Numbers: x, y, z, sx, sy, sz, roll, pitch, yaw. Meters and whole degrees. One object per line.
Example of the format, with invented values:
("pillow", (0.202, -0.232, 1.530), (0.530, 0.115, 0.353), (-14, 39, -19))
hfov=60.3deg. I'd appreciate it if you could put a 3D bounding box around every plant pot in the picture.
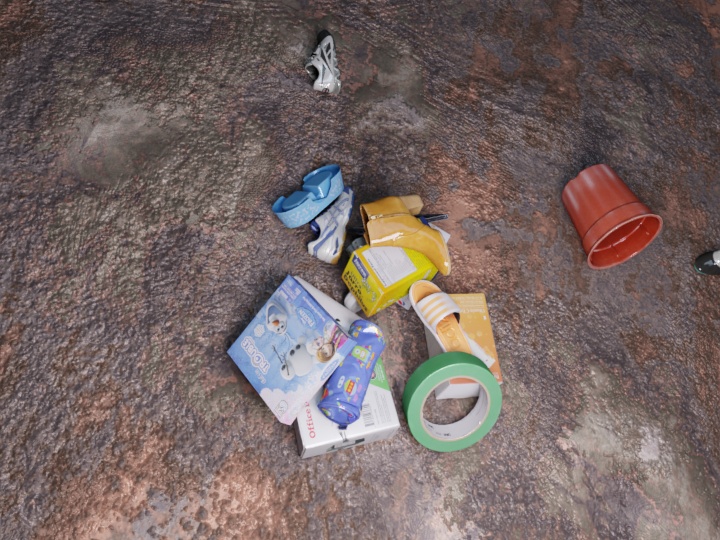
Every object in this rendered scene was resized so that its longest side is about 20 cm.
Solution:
("plant pot", (0.616, -0.145, 1.560), (0.195, 0.203, 0.199), (-9, 56, -18))

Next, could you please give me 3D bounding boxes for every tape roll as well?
("tape roll", (0.181, 0.262, 1.230), (0.194, 0.206, 0.048), (1, 22, -13))

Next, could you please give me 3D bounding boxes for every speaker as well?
("speaker", (-0.078, 0.096, 1.315), (0.197, 0.082, 0.082), (32, 59, 5))

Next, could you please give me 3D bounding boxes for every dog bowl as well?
("dog bowl", (-0.116, -0.171, 1.438), (0.200, 0.110, 0.050), (-44, 123, -29))

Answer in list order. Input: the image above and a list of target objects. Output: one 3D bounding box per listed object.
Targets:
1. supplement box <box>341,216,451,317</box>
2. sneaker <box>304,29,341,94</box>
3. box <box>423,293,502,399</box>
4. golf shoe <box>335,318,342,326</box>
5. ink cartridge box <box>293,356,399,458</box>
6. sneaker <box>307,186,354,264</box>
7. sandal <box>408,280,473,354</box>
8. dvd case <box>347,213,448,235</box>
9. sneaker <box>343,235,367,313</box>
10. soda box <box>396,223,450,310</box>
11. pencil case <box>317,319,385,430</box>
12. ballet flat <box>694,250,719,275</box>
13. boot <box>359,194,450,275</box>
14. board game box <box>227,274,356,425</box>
("supplement box", (0.075, -0.009, 1.312), (0.197, 0.110, 0.110), (-27, 71, -29))
("sneaker", (-0.109, -0.567, 1.664), (0.086, 0.075, 0.205), (-2, 63, -17))
("box", (0.216, 0.162, 1.342), (0.120, 0.098, 0.205), (-1, 63, -14))
("golf shoe", (-0.122, 0.122, 1.259), (0.194, 0.100, 0.078), (8, 17, 10))
("ink cartridge box", (-0.039, 0.270, 1.229), (0.194, 0.085, 0.150), (-8, 63, -17))
("sneaker", (-0.069, -0.117, 1.434), (0.086, 0.076, 0.205), (15, 59, -4))
("sandal", (0.179, 0.103, 1.261), (0.078, 0.059, 0.210), (-28, 80, -26))
("dvd case", (0.085, -0.106, 1.429), (0.195, 0.148, 0.017), (-13, 99, -22))
("sneaker", (0.000, 0.000, 1.398), (0.114, 0.075, 0.200), (34, 57, 16))
("soda box", (0.134, -0.014, 1.435), (0.067, 0.064, 0.202), (30, 59, 4))
("pencil case", (-0.012, 0.195, 1.181), (0.085, 0.079, 0.203), (19, 57, 6))
("ballet flat", (0.988, -0.031, 1.651), (0.194, 0.069, 0.070), (-3, 63, -15))
("boot", (0.085, -0.061, 1.246), (0.140, 0.071, 0.205), (-16, 64, -18))
("board game box", (-0.136, 0.148, 1.189), (0.199, 0.043, 0.200), (41, 93, 33))
